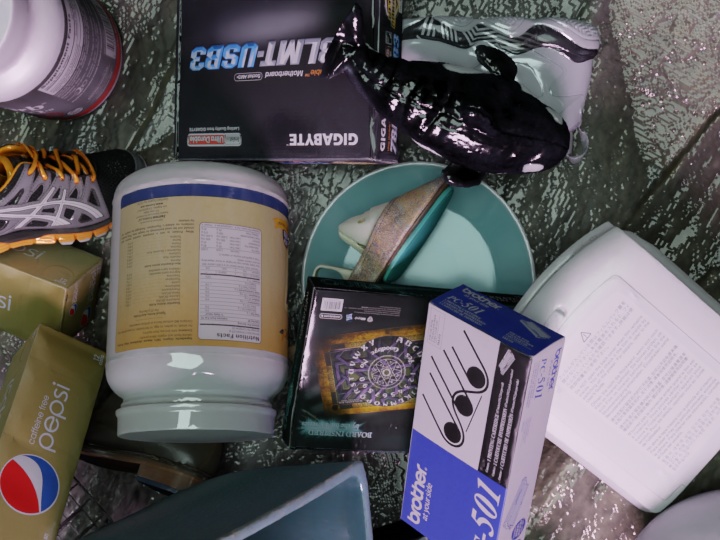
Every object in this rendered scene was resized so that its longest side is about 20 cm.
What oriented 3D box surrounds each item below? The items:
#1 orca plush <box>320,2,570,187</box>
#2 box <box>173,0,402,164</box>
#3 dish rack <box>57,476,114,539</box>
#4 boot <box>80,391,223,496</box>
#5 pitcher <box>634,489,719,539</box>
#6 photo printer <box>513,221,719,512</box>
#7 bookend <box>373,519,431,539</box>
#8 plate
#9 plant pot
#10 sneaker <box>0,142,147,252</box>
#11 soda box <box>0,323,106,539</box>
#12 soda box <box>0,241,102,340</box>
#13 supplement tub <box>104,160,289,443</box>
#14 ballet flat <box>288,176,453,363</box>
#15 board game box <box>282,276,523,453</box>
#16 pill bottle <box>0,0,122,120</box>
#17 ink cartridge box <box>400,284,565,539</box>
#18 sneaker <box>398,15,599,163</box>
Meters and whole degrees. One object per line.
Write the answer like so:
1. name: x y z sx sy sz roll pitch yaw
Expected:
1. orca plush: 0.073 -0.128 0.746 0.199 0.071 0.106 37 86 -12
2. box: -0.061 -0.187 0.831 0.197 0.049 0.202 4 93 30
3. dish rack: -0.279 0.214 0.871 0.200 0.054 0.153 48 129 3
4. boot: -0.204 0.126 0.895 0.197 0.075 0.098 19 72 12
5. pitcher: 0.324 0.249 0.807 0.197 0.121 0.174 -13 106 -4
6. photo printer: 0.204 0.073 0.798 0.199 0.070 0.167 36 98 -18
7. bookend: 0.084 0.285 0.840 0.197 0.092 0.201 -19 89 6
8. plate: 0.048 0.010 0.869 0.197 0.026 0.204 0 92 6
9. plant pot: -0.118 0.255 0.747 0.198 0.195 0.200 -3 96 31
10. sneaker: -0.263 -0.067 0.836 0.078 0.198 0.078 43 139 31
11. soda box: -0.254 0.145 0.780 0.063 0.202 0.068 27 136 -24
12. soda box: -0.326 -0.005 0.878 0.197 0.068 0.065 20 116 6
13. supplement tub: -0.127 0.030 0.812 0.142 0.144 0.203 -2 77 7
14. ballet flat: 0.000 0.000 0.831 0.067 0.068 0.202 31 94 11
15. board game box: 0.044 0.080 0.816 0.197 0.028 0.137 6 108 -17
16. pill bottle: -0.274 -0.187 0.813 0.114 0.200 0.118 0 92 7
17. ink cartridge box: 0.086 0.122 0.763 0.093 0.044 0.203 28 126 35
18. sneaker: 0.094 -0.141 0.833 0.197 0.075 0.117 0 90 4
